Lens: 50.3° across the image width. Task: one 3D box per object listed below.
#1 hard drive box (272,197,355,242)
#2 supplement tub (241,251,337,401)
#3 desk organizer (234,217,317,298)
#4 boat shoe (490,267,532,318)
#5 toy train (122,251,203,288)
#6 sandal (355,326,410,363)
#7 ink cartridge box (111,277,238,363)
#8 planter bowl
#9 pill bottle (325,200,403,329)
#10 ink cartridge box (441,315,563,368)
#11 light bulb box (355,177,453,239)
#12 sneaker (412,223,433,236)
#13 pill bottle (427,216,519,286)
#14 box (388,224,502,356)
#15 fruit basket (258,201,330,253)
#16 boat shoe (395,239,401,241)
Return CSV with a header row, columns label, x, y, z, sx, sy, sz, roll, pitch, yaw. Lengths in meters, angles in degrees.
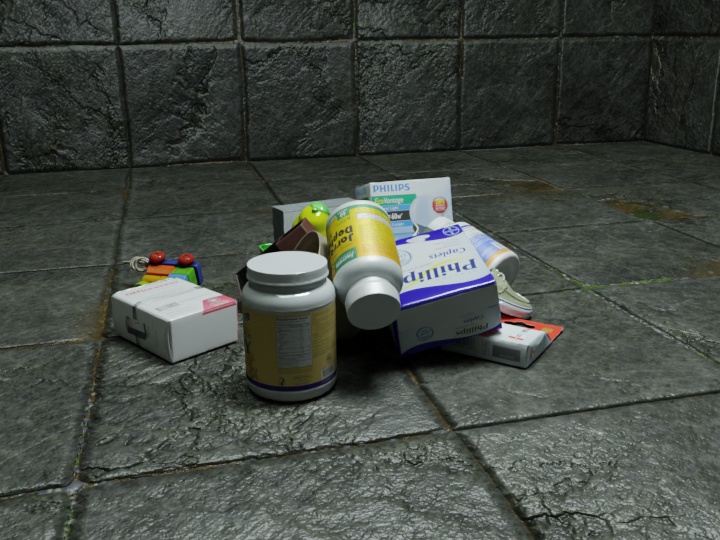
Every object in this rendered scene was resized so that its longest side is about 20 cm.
label,x,y,z,sx,sy,sz,roll,pitch,yaw
hard drive box,-0.098,-0.079,1.789,0.199,0.157,0.077,-8,17,-25
supplement tub,-0.109,0.083,1.180,0.144,0.201,0.145,-1,17,0
desk organizer,-0.162,-0.011,1.521,0.200,0.077,0.072,-38,11,14
boat shoe,0.246,0.026,1.471,0.199,0.062,0.072,28,15,0
toy train,-0.447,0.021,1.626,0.199,0.085,0.116,4,31,16
sandal,0.034,0.105,1.363,0.075,0.048,0.200,-8,19,-22
ink cartridge box,-0.337,0.084,1.388,0.145,0.085,0.199,-17,25,-42
planter bowl,-0.061,0.048,1.361,0.134,0.201,0.200,23,9,-20
pill bottle,0.008,-0.008,1.219,0.112,0.113,0.201,-3,46,-7
ink cartridge box,0.257,0.102,1.361,0.161,0.050,0.200,10,23,31
light bulb box,0.102,-0.103,1.743,0.197,0.201,0.125,-6,3,-16
sneaker,0.083,-0.012,1.532,0.090,0.067,0.200,40,73,10
pill bottle,0.226,-0.032,1.611,0.112,0.113,0.200,-15,38,-39
box,0.123,0.029,1.324,0.183,0.105,0.200,-15,35,-6
fruit basket,-0.108,-0.057,1.639,0.214,0.217,0.155,-6,18,-18
boat shoe,0.024,0.017,1.473,0.072,0.200,0.068,43,13,14
